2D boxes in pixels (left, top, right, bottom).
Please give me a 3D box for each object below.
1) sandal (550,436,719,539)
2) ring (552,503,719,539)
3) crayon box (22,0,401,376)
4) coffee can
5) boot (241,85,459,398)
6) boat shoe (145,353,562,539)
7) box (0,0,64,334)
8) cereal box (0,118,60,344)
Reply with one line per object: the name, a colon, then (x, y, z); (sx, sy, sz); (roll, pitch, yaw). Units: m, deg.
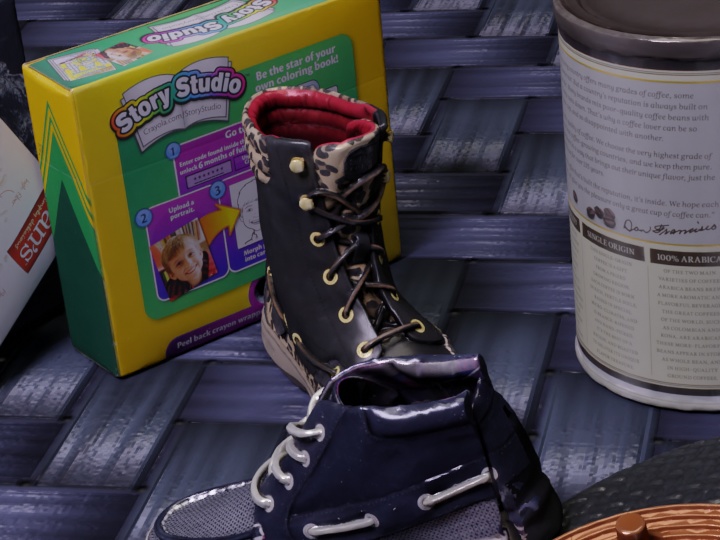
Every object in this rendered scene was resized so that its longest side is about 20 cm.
sandal: (0.116, 0.126, 0.891); (0.200, 0.048, 0.075); (-23, 29, -4)
ring: (0.124, 0.161, 0.785); (0.200, 0.019, 0.201); (-9, 40, 7)
crayon box: (-0.077, -0.058, 1.150); (0.200, 0.173, 0.058); (-23, 31, -30)
coffee can: (0.176, -0.050, 1.045); (0.146, 0.200, 0.146); (-5, 26, 2)
boot: (0.000, 0.000, 1.040); (0.073, 0.151, 0.200); (-17, 28, -20)
boat shoe: (-0.017, 0.087, 0.903); (0.200, 0.093, 0.075); (-10, 29, 21)
box: (-0.283, -0.042, 1.134); (0.117, 0.200, 0.197); (17, 36, 39)
cereal box: (-0.238, -0.032, 1.059); (0.040, 0.200, 0.144); (14, 65, 36)
